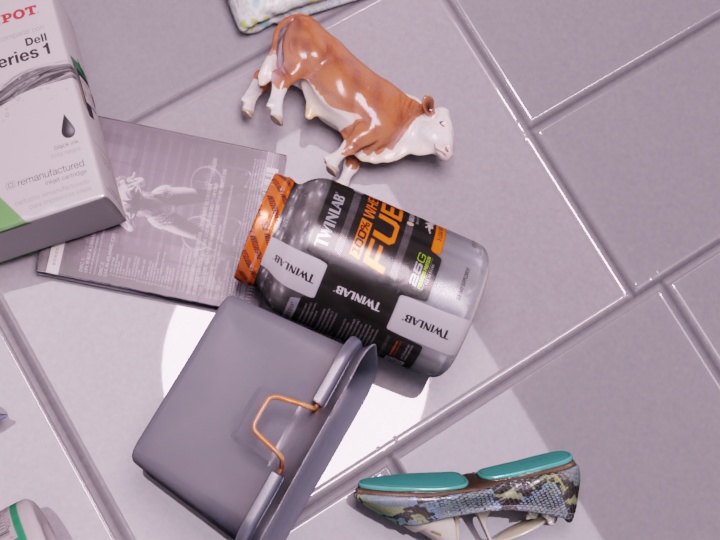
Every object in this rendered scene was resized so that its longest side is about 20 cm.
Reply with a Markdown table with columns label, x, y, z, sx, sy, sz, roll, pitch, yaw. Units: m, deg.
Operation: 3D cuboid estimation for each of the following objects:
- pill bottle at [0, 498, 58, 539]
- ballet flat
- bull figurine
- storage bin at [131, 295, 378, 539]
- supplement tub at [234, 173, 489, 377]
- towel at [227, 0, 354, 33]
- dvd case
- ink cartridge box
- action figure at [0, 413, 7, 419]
| label | x | y | z | sx | sy | sz | roll | pitch | yaw |
| --- | --- | --- | --- | --- | --- | --- | --- | --- | --- |
| pill bottle | -0.320 | 0.273 | 0.939 | 0.198 | 0.113 | 0.114 | -28 | 81 | -12 |
| ballet flat | 0.094 | 0.201 | 1.034 | 0.196 | 0.074 | 0.076 | -6 | 77 | -5 |
| bull figurine | -0.011 | -0.143 | 1.101 | 0.199 | 0.065 | 0.122 | 39 | 72 | 4 |
| storage bin | -0.091 | 0.123 | 0.998 | 0.133 | 0.146 | 0.202 | 27 | 74 | 11 |
| supplement tub | 0.000 | 0.000 | 1.036 | 0.197 | 0.123 | 0.124 | 22 | 75 | -4 |
| towel | -0.050 | -0.332 | 1.152 | 0.197 | 0.048 | 0.174 | -20 | 79 | -11 |
| dvd case | -0.175 | -0.051 | 1.085 | 0.197 | 0.016 | 0.151 | 11 | 76 | -5 |
| ink cartridge box | -0.299 | -0.122 | 1.040 | 0.144 | 0.084 | 0.203 | -18 | 77 | -3 |
| action figure | -0.401 | 0.127 | 0.992 | 0.198 | 0.104 | 0.197 | -15 | 85 | -36 |
